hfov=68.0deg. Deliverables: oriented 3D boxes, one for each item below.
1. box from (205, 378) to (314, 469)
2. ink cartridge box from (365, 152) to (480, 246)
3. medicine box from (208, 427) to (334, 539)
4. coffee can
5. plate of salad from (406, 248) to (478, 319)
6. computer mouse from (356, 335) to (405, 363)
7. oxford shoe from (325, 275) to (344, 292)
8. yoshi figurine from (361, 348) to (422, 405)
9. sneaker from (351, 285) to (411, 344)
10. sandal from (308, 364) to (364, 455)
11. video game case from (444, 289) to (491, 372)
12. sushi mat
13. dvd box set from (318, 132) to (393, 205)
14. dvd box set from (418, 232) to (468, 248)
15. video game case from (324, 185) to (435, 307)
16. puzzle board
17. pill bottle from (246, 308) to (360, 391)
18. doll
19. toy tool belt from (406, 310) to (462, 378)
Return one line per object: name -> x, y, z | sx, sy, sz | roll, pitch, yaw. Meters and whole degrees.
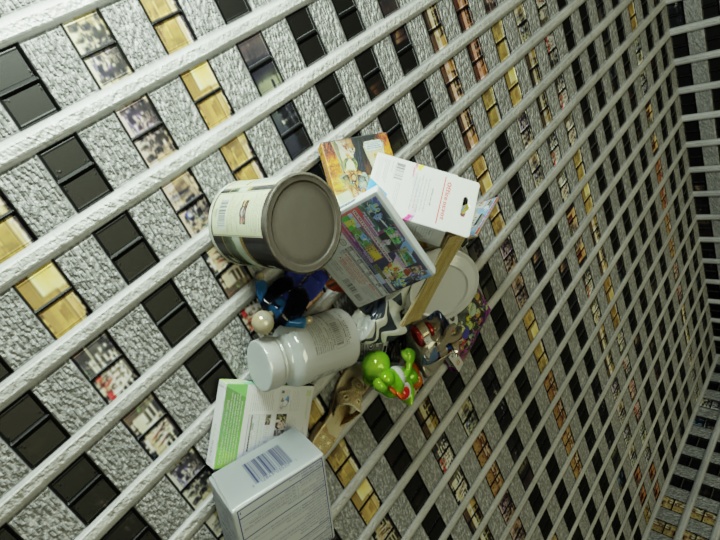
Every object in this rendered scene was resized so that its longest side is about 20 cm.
box -> -0.179, 0.279, 0.982 | 0.196, 0.036, 0.150 | 13, 85, -43
ink cartridge box -> 0.106, -0.122, 0.962 | 0.193, 0.068, 0.119 | 17, 69, 3
medicine box -> -0.151, 0.423, 0.945 | 0.178, 0.102, 0.207 | -22, 118, -33
coffee can -> -0.144, -0.078, 0.874 | 0.143, 0.197, 0.152 | -5, 97, -40
plate of salad -> 0.172, 0.033, 1.206 | 0.192, 0.049, 0.206 | -6, 125, -8
computer mouse -> 0.031, 0.151, 1.157 | 0.196, 0.043, 0.114 | 1, 95, -46
oxford shoe -> 0.000, 0.000, 1.110 | 0.196, 0.070, 0.076 | -6, 78, -46
yoshi figurine -> 0.061, 0.213, 1.121 | 0.199, 0.108, 0.117 | 33, 68, -66
sneaker -> 0.070, 0.068, 1.084 | 0.129, 0.078, 0.203 | 30, 89, -55
sandal -> -0.027, 0.291, 1.096 | 0.078, 0.068, 0.215 | 48, 63, -33
video game case -> 0.242, 0.118, 1.347 | 0.183, 0.035, 0.202 | 52, 61, -32
sushi mat -> 0.142, 0.017, 1.033 | 0.095, 0.012, 0.204 | -8, 128, -59
dvd box set -> 0.011, -0.159, 1.030 | 0.141, 0.029, 0.207 | -12, 77, -18
dvd box set -> 0.124, -0.119, 1.113 | 0.029, 0.197, 0.150 | -35, 116, -33
video game case -> 0.012, -0.035, 0.957 | 0.201, 0.178, 0.023 | 51, 32, -28
puzzle board -> 0.220, -0.107, 1.198 | 0.018, 0.147, 0.200 | 61, 38, -17
pill bottle -> -0.105, 0.148, 0.985 | 0.196, 0.112, 0.119 | -14, 103, -40
doll -> -0.132, 0.042, 0.962 | 0.135, 0.049, 0.201 | 35, 48, 3
toy tool belt -> 0.166, 0.142, 1.171 | 0.120, 0.126, 0.202 | -29, 153, -11
